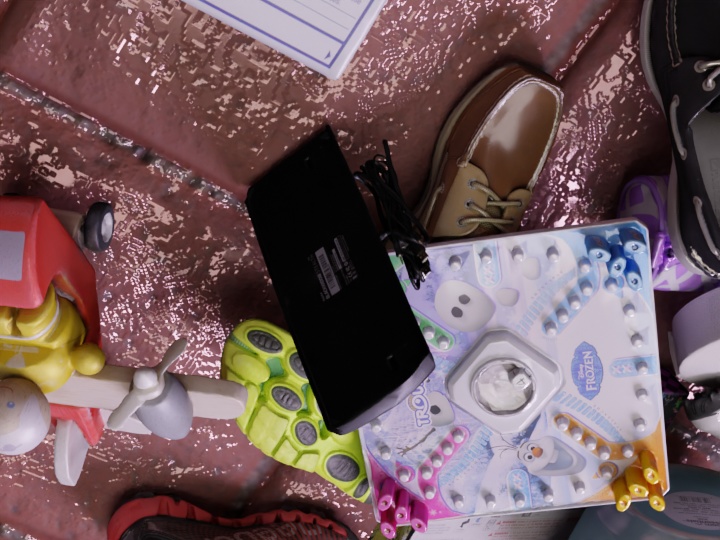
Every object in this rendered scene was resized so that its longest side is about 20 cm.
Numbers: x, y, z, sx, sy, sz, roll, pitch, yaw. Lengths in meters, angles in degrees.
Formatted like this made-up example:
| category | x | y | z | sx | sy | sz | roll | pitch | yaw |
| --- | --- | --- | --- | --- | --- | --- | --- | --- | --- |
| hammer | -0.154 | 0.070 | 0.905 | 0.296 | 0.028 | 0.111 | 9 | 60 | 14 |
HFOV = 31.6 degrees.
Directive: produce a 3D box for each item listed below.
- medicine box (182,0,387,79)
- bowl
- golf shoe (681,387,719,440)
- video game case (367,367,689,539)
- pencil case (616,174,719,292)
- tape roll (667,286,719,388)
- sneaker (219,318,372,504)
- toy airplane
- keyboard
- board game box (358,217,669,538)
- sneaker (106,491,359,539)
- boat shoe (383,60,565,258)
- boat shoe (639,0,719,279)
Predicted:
| category | x | y | z | sx | sy | sz | roll | pitch | yaw |
| --- | --- | --- | --- | --- | --- | --- | --- | --- | --- |
| medicine box | -0.044 | -0.235 | 0.655 | 0.181 | 0.103 | 0.201 | 24 | 115 | -23 |
| bowl | 0.234 | 0.211 | 0.922 | 0.199 | 0.201 | 0.106 | 0 | 108 | -11 |
| golf shoe | 0.318 | 0.136 | 0.939 | 0.199 | 0.095 | 0.078 | 16 | 156 | -31 |
| video game case | 0.125 | 0.144 | 0.933 | 0.199 | 0.036 | 0.182 | 6 | 124 | -38 |
| pencil case | 0.269 | -0.024 | 0.859 | 0.198 | 0.085 | 0.085 | -1 | 99 | -11 |
| tape roll | 0.314 | 0.039 | 0.871 | 0.201 | 0.037 | 0.203 | -5 | 160 | -2 |
| sneaker | -0.036 | 0.095 | 0.874 | 0.074 | 0.084 | 0.200 | -45 | 132 | -2 |
| toy airplane | -0.198 | 0.067 | 0.796 | 0.199 | 0.142 | 0.199 | 42 | 125 | -19 |
| keyboard | 0.000 | 0.000 | 0.764 | 0.104 | 0.201 | 0.040 | -35 | 141 | 15 |
| board game box | 0.092 | 0.075 | 0.812 | 0.198 | 0.026 | 0.202 | -7 | 114 | 7 |
| sneaker | -0.088 | 0.223 | 0.946 | 0.199 | 0.098 | 0.071 | 10 | 119 | -18 |
| boat shoe | 0.075 | -0.034 | 0.823 | 0.075 | 0.074 | 0.201 | 17 | 118 | -20 |
| boat shoe | 0.215 | -0.095 | 0.772 | 0.073 | 0.060 | 0.202 | -3 | 93 | -11 |
